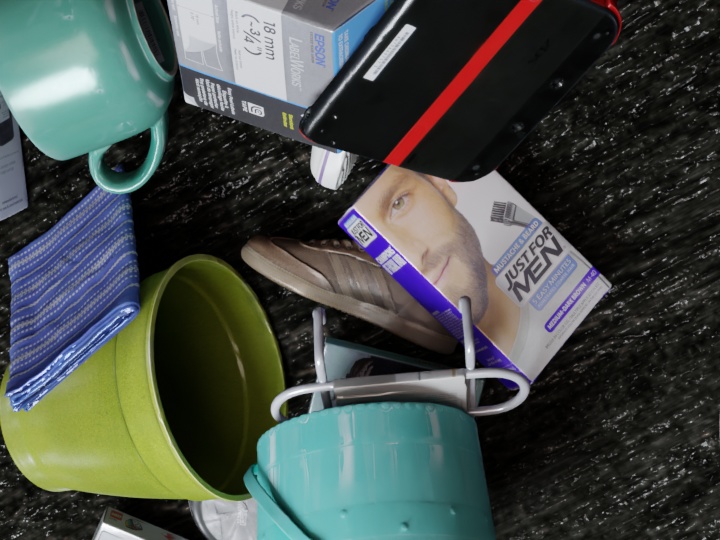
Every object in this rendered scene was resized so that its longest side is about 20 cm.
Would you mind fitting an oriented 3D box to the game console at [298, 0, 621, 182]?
[{"bbox_3d":[0.074,-0.145,1.001,0.175,0.031,0.200,13,135,-34],"label":"game console"}]

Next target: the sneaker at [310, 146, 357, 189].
[{"bbox_3d":[-0.040,-0.173,1.134,0.113,0.073,0.204,11,95,8],"label":"sneaker"}]

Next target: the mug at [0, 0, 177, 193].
[{"bbox_3d":[-0.209,-0.171,1.133,0.113,0.185,0.154,-18,61,11],"label":"mug"}]

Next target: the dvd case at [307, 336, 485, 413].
[{"bbox_3d":[0.015,0.169,1.219,0.144,0.022,0.203,14,107,-4],"label":"dvd case"}]

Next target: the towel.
[{"bbox_3d":[-0.241,0.010,1.159,0.144,0.201,0.024,-38,127,16],"label":"towel"}]

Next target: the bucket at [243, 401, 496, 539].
[{"bbox_3d":[0.009,0.191,1.066,0.204,0.207,0.137,-11,66,13],"label":"bucket"}]

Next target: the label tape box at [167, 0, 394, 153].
[{"bbox_3d":[-0.037,-0.159,1.023,0.198,0.064,0.145,20,151,12],"label":"label tape box"}]

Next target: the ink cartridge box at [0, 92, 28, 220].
[{"bbox_3d":[-0.374,-0.144,1.196,0.143,0.083,0.203,-1,104,11],"label":"ink cartridge box"}]

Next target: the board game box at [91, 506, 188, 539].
[{"bbox_3d":[-0.165,0.310,1.276,0.198,0.035,0.127,24,107,-8],"label":"board game box"}]

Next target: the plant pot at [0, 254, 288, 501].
[{"bbox_3d":[-0.193,0.108,1.180,0.191,0.200,0.203,-15,101,26],"label":"plant pot"}]

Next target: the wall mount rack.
[{"bbox_3d":[0.031,0.089,1.099,0.197,0.075,0.175,-5,146,2],"label":"wall mount rack"}]

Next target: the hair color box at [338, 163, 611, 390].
[{"bbox_3d":[0.091,-0.014,1.127,0.200,0.065,0.109,43,74,-1],"label":"hair color box"}]

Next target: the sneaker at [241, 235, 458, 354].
[{"bbox_3d":[0.000,0.000,1.179,0.198,0.070,0.076,23,91,-1],"label":"sneaker"}]

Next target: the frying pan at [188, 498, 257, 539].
[{"bbox_3d":[-0.072,0.230,1.263,0.188,0.031,0.116,29,110,5],"label":"frying pan"}]
